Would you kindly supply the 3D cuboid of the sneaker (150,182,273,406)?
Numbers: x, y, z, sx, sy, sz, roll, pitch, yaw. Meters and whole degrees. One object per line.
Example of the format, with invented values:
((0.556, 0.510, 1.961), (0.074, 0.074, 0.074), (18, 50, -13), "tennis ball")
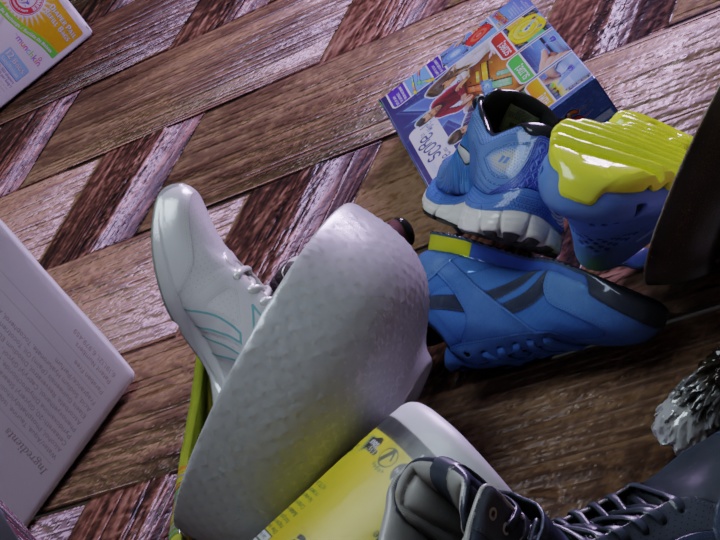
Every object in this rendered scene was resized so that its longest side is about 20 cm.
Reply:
((-0.065, 0.037, 1.316), (0.080, 0.202, 0.070), (-22, -1, 16), "sneaker")

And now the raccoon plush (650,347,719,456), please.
((0.206, -0.010, 1.068), (0.200, 0.134, 0.097), (-43, 27, -10), "raccoon plush")

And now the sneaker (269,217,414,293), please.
((0.000, 0.000, 1.368), (0.115, 0.076, 0.200), (-41, 8, -22), "sneaker")

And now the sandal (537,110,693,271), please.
((0.144, -0.037, 1.211), (0.200, 0.079, 0.088), (-9, -57, -67), "sandal")

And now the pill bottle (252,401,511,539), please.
((-0.010, 0.170, 1.083), (0.200, 0.113, 0.112), (-42, 25, -7), "pill bottle")

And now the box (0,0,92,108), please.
((-0.398, -0.239, 2.289), (0.200, 0.113, 0.101), (-39, 25, -4), "box")

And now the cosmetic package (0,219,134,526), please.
((-0.304, 0.094, 1.539), (0.167, 0.167, 0.201), (-8, 40, 47), "cosmetic package")

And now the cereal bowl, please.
((-0.018, 0.069, 1.178), (0.201, 0.083, 0.200), (-61, -7, -13), "cereal bowl")

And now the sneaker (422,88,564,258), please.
((0.092, -0.061, 1.317), (0.200, 0.078, 0.090), (-151, 78, -79), "sneaker")

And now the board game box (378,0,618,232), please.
((0.091, -0.114, 1.515), (0.135, 0.035, 0.200), (-36, 25, 7), "board game box")

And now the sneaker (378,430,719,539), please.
((0.097, 0.115, 0.996), (0.202, 0.147, 0.077), (-47, 25, -21), "sneaker")

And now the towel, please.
((-0.090, 0.134, 1.289), (0.018, 0.087, 0.201), (-7, 31, 5), "towel")

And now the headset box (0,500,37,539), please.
((-0.253, 0.227, 1.353), (0.148, 0.075, 0.200), (-42, 25, -8), "headset box")

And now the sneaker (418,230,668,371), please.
((0.097, 0.031, 1.250), (0.199, 0.066, 0.079), (13, 82, 53), "sneaker")

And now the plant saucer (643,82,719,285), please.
((0.212, -0.076, 1.173), (0.201, 0.032, 0.201), (-56, -14, -22), "plant saucer")
